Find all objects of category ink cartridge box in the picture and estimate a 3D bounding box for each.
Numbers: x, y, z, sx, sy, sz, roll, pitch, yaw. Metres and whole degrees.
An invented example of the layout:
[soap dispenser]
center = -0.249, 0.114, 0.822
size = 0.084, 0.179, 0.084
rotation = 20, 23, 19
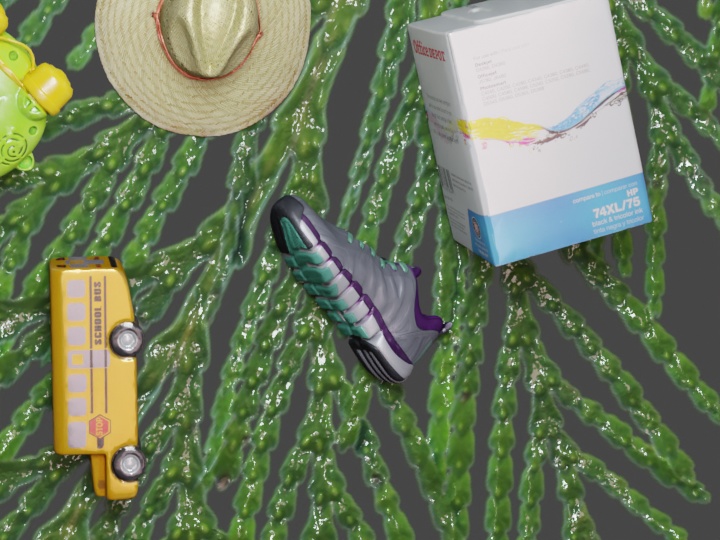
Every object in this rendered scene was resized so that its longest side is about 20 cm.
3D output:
[ink cartridge box]
center = 0.142, -0.129, 1.610
size = 0.145, 0.147, 0.202
rotation = -15, 103, -8

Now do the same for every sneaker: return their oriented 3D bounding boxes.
[sneaker]
center = 0.000, 0.000, 1.652
size = 0.087, 0.074, 0.201
rotation = -42, 114, -20

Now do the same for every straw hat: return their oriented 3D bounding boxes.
[straw hat]
center = -0.125, -0.208, 1.570
size = 0.199, 0.085, 0.203
rotation = -2, 100, -12

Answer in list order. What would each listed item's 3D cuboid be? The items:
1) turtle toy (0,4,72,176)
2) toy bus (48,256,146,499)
[turtle toy]
center = -0.335, -0.157, 1.525
size = 0.146, 0.101, 0.200
rotation = -42, 105, -3
[toy bus]
center = -0.225, 0.092, 1.611
size = 0.077, 0.065, 0.202
rotation = -2, 100, -11
